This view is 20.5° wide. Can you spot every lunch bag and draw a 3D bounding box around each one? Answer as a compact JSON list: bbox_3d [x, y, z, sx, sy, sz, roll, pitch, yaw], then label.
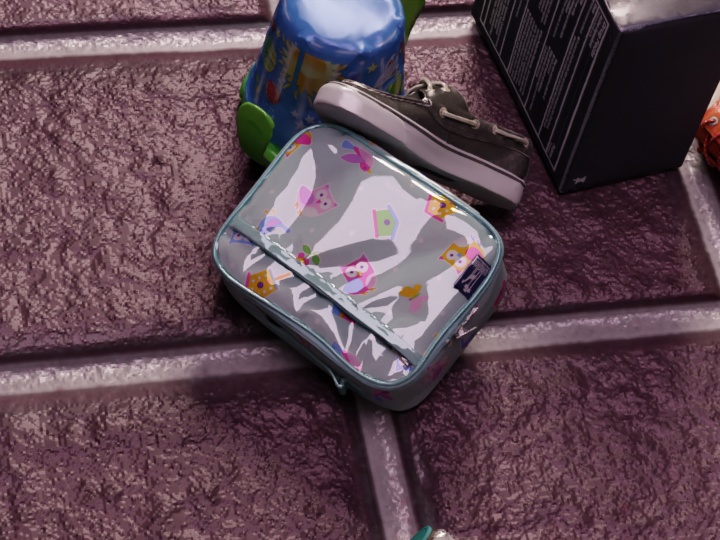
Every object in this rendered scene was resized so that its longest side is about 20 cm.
[{"bbox_3d":[0.000,0.000,1.452,0.200,0.077,0.161,35,73,17],"label":"lunch bag"}]

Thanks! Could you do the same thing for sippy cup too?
[{"bbox_3d":[-0.021,-0.163,1.547,0.139,0.131,0.179,7,55,-4],"label":"sippy cup"}]

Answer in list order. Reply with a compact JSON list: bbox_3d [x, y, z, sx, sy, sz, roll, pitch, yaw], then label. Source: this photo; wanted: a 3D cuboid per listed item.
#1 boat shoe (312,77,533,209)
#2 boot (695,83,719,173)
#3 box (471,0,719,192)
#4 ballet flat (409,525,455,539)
[{"bbox_3d":[0.050,-0.110,1.512,0.200,0.071,0.064,24,81,-36],"label":"boat shoe"},{"bbox_3d":[0.312,-0.085,1.589,0.107,0.075,0.201,11,46,2],"label":"boot"},{"bbox_3d":[0.193,-0.204,1.571,0.123,0.200,0.199,-11,58,-17],"label":"box"},{"bbox_3d":[0.009,0.249,1.304,0.072,0.072,0.200,38,58,17],"label":"ballet flat"}]
